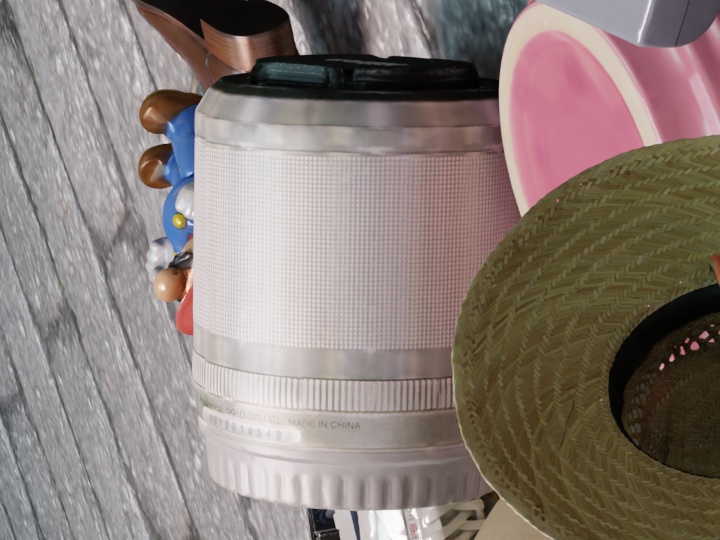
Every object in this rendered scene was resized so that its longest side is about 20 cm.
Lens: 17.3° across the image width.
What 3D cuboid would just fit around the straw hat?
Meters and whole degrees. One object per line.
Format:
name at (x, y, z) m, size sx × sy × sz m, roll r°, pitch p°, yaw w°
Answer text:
straw hat at (0.137, 0.048, 0.828) m, size 0.201 × 0.201 × 0.085 m, roll 57°, pitch 171°, yaw 38°

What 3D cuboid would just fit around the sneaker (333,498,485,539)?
sneaker at (0.034, 0.128, 1.242) m, size 0.081 × 0.076 × 0.200 m, roll -44°, pitch 66°, yaw 49°

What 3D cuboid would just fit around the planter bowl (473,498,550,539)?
planter bowl at (0.128, 0.124, 0.927) m, size 0.200 × 0.200 × 0.135 m, roll 153°, pitch 126°, yaw -70°

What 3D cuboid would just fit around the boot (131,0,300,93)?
boot at (-0.072, -0.069, 1.370) m, size 0.186 × 0.064 × 0.200 m, roll -135°, pitch 29°, yaw -58°

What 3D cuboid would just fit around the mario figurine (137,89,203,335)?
mario figurine at (-0.114, -0.025, 1.537) m, size 0.123 × 0.106 × 0.200 m, roll 43°, pitch -163°, yaw -47°

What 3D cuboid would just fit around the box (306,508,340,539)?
box at (-0.002, 0.201, 1.455) m, size 0.160 × 0.043 × 0.200 m, roll -106°, pitch 7°, yaw -64°

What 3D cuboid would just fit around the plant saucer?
plant saucer at (0.114, -0.045, 0.996) m, size 0.201 × 0.051 × 0.201 m, roll 163°, pitch 90°, yaw -71°

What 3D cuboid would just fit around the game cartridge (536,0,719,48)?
game cartridge at (0.102, -0.190, 0.885) m, size 0.133 × 0.041 × 0.200 m, roll 33°, pitch 125°, yaw 55°

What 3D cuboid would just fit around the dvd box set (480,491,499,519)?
dvd box set at (0.099, 0.128, 1.208) m, size 0.146 × 0.029 × 0.200 m, roll -141°, pitch 39°, yaw -57°

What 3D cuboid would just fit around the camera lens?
camera lens at (0.000, 0.000, 1.129) m, size 0.160 × 0.160 × 0.200 m, roll -159°, pitch 69°, yaw -66°
